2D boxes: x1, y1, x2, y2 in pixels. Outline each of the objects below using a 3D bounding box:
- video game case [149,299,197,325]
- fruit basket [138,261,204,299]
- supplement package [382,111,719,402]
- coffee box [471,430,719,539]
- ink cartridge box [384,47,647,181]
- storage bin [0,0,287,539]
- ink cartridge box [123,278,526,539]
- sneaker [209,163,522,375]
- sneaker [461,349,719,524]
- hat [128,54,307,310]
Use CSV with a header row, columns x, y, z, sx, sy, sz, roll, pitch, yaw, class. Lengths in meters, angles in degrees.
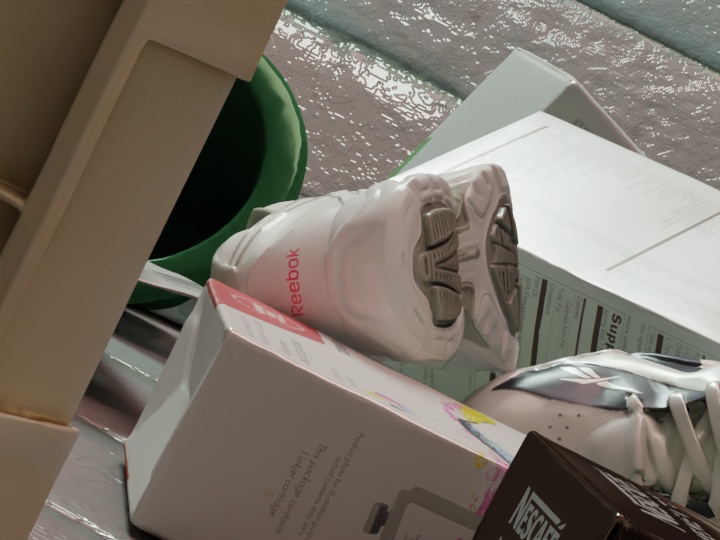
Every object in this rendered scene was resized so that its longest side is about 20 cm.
x,y,z,sx,sy,sz,roll,pitch,yaw,class
-0.090,0.006,1.407,0.182,0.023,0.200,26,5,-28,video game case
-0.160,-0.033,1.032,0.185,0.094,0.200,26,-5,-23,fruit basket
0.113,0.030,1.142,0.200,0.110,0.114,28,37,35,supplement package
0.124,0.129,0.734,0.200,0.080,0.113,27,4,-11,coffee box
0.106,0.009,1.406,0.200,0.145,0.088,44,-1,-25,ink cartridge box
-0.105,-0.043,0.536,0.198,0.200,0.094,30,5,33,storage bin
0.030,0.080,0.841,0.200,0.068,0.116,27,4,-9,ink cartridge box
0.000,0.000,0.975,0.099,0.078,0.200,-4,-6,16,sneaker
0.136,0.061,0.956,0.199,0.080,0.130,12,-16,-8,sneaker
-0.105,-0.010,1.278,0.200,0.166,0.176,37,-27,17,hat
